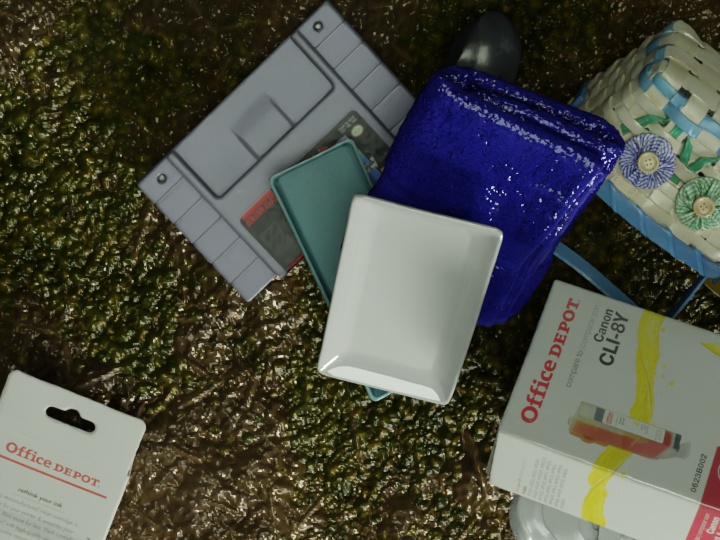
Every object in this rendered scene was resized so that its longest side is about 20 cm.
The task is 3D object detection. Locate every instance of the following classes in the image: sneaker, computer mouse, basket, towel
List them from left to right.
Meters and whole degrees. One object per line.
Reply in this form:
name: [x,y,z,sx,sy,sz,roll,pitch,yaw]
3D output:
computer mouse: [0.081,-0.094,1.268,0.058,0.034,0.202,4,103,-36]
towel: [0.081,-0.044,1.187,0.146,0.050,0.201,18,137,-10]
basket: [0.209,-0.068,1.245,0.175,0.140,0.200,34,131,-6]
sneaker: [0.219,0.193,1.289,0.198,0.076,0.115,21,143,-10]

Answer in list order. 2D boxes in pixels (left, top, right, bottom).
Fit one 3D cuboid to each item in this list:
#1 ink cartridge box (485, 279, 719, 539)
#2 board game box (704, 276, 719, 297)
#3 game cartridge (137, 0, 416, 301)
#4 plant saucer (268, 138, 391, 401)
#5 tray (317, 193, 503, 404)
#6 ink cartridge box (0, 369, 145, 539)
ink cartridge box: [0.207,0.112,1.236,0.198,0.084,0.146,19,57,11]
board game box: [0.355,-0.037,1.248,0.034,0.135,0.201,35,97,-24]
game cartridge: [-0.054,-0.087,1.275,0.200,0.038,0.130,-43,95,5]
plant saucer: [0.000,0.000,1.278,0.069,0.019,0.201,-26,114,-2]
tray: [0.033,0.019,1.221,0.106,0.022,0.201,13,138,0]
ink cartridge box: [-0.246,0.178,1.295,0.115,0.068,0.202,22,99,-6]
